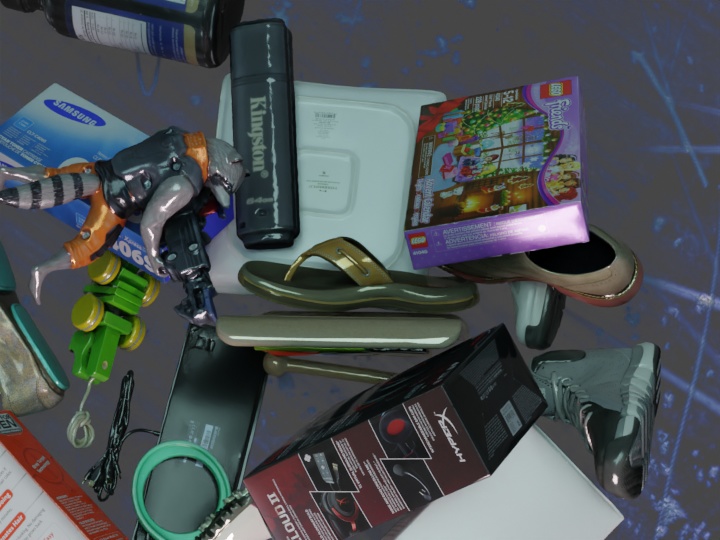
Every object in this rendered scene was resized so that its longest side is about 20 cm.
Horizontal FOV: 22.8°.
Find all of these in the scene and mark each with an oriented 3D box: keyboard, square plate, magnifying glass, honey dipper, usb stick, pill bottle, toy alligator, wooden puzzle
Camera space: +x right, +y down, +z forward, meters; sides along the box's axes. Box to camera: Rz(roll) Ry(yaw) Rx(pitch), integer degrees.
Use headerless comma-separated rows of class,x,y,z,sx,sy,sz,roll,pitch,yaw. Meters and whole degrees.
keyboard,-0.153,0.139,1.468,0.126,0.021,0.201,16,75,-8
square plate,-0.034,-0.071,1.522,0.198,0.028,0.200,6,75,5
magnifying glass,-0.119,0.230,1.432,0.079,0.022,0.201,-25,84,-18
honey dipper,0.017,0.090,1.471,0.198,0.038,0.038,6,75,7
usb stick,-0.081,-0.117,1.506,0.055,0.033,0.202,-3,75,1
pill bottle,-0.205,-0.248,1.538,0.199,0.112,0.113,14,76,7
toy alligator,-0.219,0.050,1.488,0.054,0.059,0.201,2,70,45
wooden puzzle,-0.009,0.052,1.401,0.183,0.200,0.038,0,90,5

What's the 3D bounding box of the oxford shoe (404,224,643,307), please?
oxford shoe,0.122,-0.027,1.401,0.199,0.075,0.071,11,75,22

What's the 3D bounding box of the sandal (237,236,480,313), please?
sandal,0.000,0.000,1.445,0.198,0.080,0.054,3,104,-6

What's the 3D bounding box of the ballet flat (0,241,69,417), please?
ballet flat,-0.315,0.033,1.492,0.067,0.068,0.201,-30,73,6

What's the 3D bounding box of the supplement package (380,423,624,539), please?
supplement package,0.087,0.221,1.380,0.200,0.117,0.117,-44,86,-8

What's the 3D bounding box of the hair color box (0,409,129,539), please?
hair color box,-0.259,0.216,1.423,0.200,0.061,0.102,45,103,13

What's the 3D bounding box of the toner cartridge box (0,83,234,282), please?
toner cartridge box,-0.211,-0.076,1.492,0.199,0.043,0.095,29,52,21

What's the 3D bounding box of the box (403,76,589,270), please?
box,0.110,-0.080,1.405,0.136,0.039,0.200,-9,32,12

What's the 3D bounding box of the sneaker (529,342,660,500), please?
sneaker,0.170,0.116,1.395,0.115,0.200,0.076,3,111,14

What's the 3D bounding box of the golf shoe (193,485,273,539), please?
golf shoe,-0.041,0.184,1.414,0.199,0.077,0.088,-32,89,-18

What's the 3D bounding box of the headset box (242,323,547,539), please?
headset box,0.019,0.129,1.300,0.199,0.149,0.075,-28,93,27

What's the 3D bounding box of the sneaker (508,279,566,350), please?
sneaker,0.114,-0.028,1.488,0.114,0.076,0.202,-1,66,12

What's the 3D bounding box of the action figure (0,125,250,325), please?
action figure,-0.173,-0.044,1.373,0.192,0.105,0.201,-21,49,-9
